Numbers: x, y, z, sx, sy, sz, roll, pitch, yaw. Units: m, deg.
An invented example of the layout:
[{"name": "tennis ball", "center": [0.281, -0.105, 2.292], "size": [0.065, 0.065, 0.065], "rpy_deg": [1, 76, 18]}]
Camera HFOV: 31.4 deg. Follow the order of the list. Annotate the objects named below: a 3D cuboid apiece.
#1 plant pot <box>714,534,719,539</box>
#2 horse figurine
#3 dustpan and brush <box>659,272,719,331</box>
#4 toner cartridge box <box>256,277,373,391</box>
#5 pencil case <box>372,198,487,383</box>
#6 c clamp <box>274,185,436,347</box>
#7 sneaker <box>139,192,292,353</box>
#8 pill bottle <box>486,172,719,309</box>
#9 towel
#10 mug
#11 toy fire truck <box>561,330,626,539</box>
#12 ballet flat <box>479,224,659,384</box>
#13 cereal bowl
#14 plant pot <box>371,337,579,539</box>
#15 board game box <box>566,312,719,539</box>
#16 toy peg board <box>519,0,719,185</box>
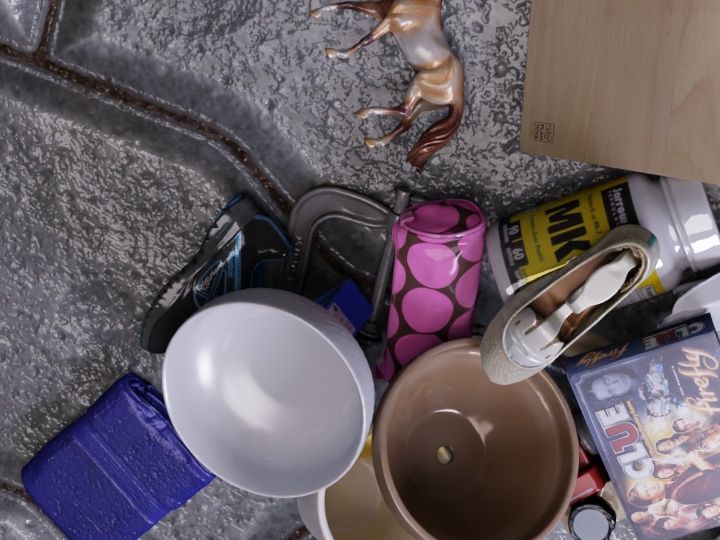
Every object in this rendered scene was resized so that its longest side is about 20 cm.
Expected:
[{"name": "plant pot", "center": [0.399, 0.394, 1.291], "size": [0.185, 0.187, 0.201], "rpy_deg": [18, 127, 3]}, {"name": "horse figurine", "center": [0.042, -0.194, 1.173], "size": [0.132, 0.050, 0.201], "rpy_deg": [-24, 98, 0]}, {"name": "dustpan and brush", "center": [0.359, 0.010, 1.182], "size": [0.199, 0.140, 0.058], "rpy_deg": [-15, 72, 0]}, {"name": "toner cartridge box", "center": [-0.086, 0.086, 1.273], "size": [0.200, 0.095, 0.043], "rpy_deg": [-32, 98, 28]}, {"name": "pencil case", "center": [0.065, 0.028, 1.226], "size": [0.093, 0.091, 0.201], "rpy_deg": [7, 121, 4]}, {"name": "c clamp", "center": [0.000, 0.000, 1.275], "size": [0.170, 0.027, 0.201], "rpy_deg": [21, 114, 3]}, {"name": "sneaker", "center": [-0.149, 0.020, 1.285], "size": [0.082, 0.073, 0.200], "rpy_deg": [38, 113, -4]}, {"name": "pill bottle", "center": [0.226, -0.022, 1.179], "size": [0.199, 0.114, 0.115], "rpy_deg": [-20, 107, 17]}, {"name": "towel", "center": [-0.264, 0.217, 1.403], "size": [0.200, 0.050, 0.148], "rpy_deg": [-40, 93, 22]}, {"name": "mug", "center": [0.011, 0.210, 1.292], "size": [0.149, 0.153, 0.188], "rpy_deg": [21, 77, -15]}, {"name": "toy fire truck", "center": [0.237, 0.148, 1.251], "size": [0.176, 0.129, 0.201], "rpy_deg": [-31, 92, 20]}, {"name": "ballet flat", "center": [0.174, 0.032, 1.112], "size": [0.067, 0.062, 0.200], "rpy_deg": [45, 109, -1]}, {"name": "cereal bowl", "center": [-0.076, 0.103, 1.174], "size": [0.199, 0.083, 0.201], "rpy_deg": [8, 114, 18]}, {"name": "plant pot", "center": [0.095, 0.168, 1.195], "size": [0.200, 0.093, 0.202], "rpy_deg": [4, 78, -19]}, {"name": "board game box", "center": [0.283, 0.148, 1.158], "size": [0.135, 0.035, 0.201], "rpy_deg": [-20, 112, 17]}, {"name": "toy peg board", "center": [0.256, -0.196, 1.130], "size": [0.198, 0.098, 0.201], "rpy_deg": [12, 112, 22]}]
